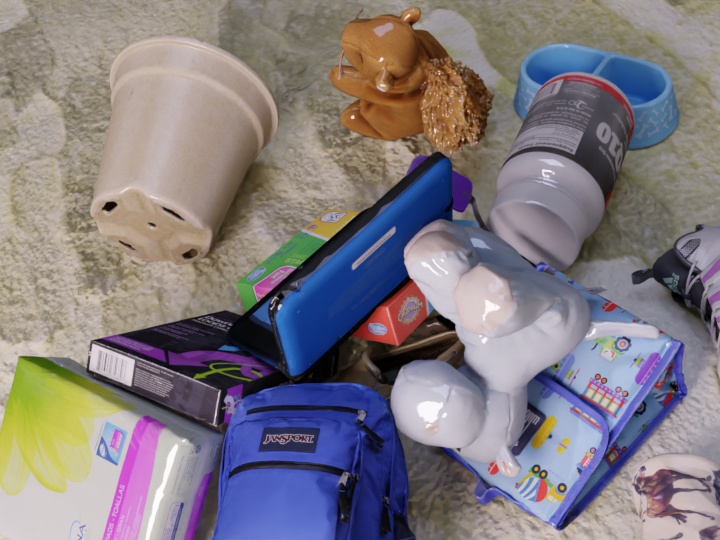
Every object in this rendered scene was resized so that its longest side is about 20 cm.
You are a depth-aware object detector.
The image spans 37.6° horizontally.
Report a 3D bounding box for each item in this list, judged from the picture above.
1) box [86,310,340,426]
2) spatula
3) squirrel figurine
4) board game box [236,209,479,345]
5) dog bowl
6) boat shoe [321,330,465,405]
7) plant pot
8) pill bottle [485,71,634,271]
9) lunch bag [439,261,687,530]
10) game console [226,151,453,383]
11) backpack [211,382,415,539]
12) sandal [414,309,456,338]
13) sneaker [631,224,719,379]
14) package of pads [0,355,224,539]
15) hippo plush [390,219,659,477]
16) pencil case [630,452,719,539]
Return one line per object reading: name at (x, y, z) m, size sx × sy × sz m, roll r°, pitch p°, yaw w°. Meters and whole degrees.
box at (-0.126, 0.081, 0.955) m, size 0.141 × 0.037 × 0.199 m, roll 16°, pitch 12°, yaw 26°
spatula at (0.122, -0.036, 0.983) m, size 0.020 × 0.200 × 0.057 m, roll -36°, pitch 19°, yaw 36°
squirrel figurine at (0.062, -0.217, 1.169) m, size 0.198 × 0.187 × 0.143 m, roll 28°, pitch 84°, yaw 10°
board game box at (0.000, 0.000, 1.023) m, size 0.198 × 0.041 × 0.153 m, roll 7°, pitch 36°, yaw 41°
dog bowl at (0.269, -0.206, 1.218) m, size 0.198 × 0.050 × 0.112 m, roll 21°, pitch 54°, yaw 30°
boat shoe at (0.008, 0.102, 0.952) m, size 0.198 × 0.077 × 0.072 m, roll -23°, pitch 45°, yaw -10°
plant pot at (-0.205, -0.117, 1.156) m, size 0.197 × 0.201 × 0.186 m, roll 3°, pitch 58°, yaw 16°
pill bottle at (0.204, -0.100, 1.081) m, size 0.112 × 0.115 × 0.201 m, roll 11°, pitch 49°, yaw 22°
lunch bag at (0.160, 0.120, 0.908) m, size 0.150 × 0.094 × 0.200 m, roll 32°, pitch 72°, yaw 34°
game console at (-0.025, -0.016, 0.903) m, size 0.118 × 0.172 × 0.200 m, roll 37°, pitch 67°, yaw 26°
backpack at (-0.035, 0.181, 0.819) m, size 0.160 × 0.169 × 0.202 m, roll 2°, pitch 48°, yaw 7°
sandal at (0.070, 0.038, 1.018) m, size 0.198 × 0.058 × 0.080 m, roll -10°, pitch 27°, yaw 16°
sneaker at (0.312, 0.026, 0.966) m, size 0.138 × 0.079 × 0.200 m, roll 12°, pitch 40°, yaw 26°
package of pads at (-0.221, 0.177, 0.887) m, size 0.198 × 0.068 × 0.157 m, roll 20°, pitch 96°, yaw 29°
hippo plush at (0.095, 0.064, 0.856) m, size 0.198 × 0.163 × 0.159 m, roll 15°, pitch 17°, yaw -34°
pencil case at (0.239, 0.231, 0.770) m, size 0.088 × 0.078 × 0.202 m, roll -20°, pitch 39°, yaw 28°
